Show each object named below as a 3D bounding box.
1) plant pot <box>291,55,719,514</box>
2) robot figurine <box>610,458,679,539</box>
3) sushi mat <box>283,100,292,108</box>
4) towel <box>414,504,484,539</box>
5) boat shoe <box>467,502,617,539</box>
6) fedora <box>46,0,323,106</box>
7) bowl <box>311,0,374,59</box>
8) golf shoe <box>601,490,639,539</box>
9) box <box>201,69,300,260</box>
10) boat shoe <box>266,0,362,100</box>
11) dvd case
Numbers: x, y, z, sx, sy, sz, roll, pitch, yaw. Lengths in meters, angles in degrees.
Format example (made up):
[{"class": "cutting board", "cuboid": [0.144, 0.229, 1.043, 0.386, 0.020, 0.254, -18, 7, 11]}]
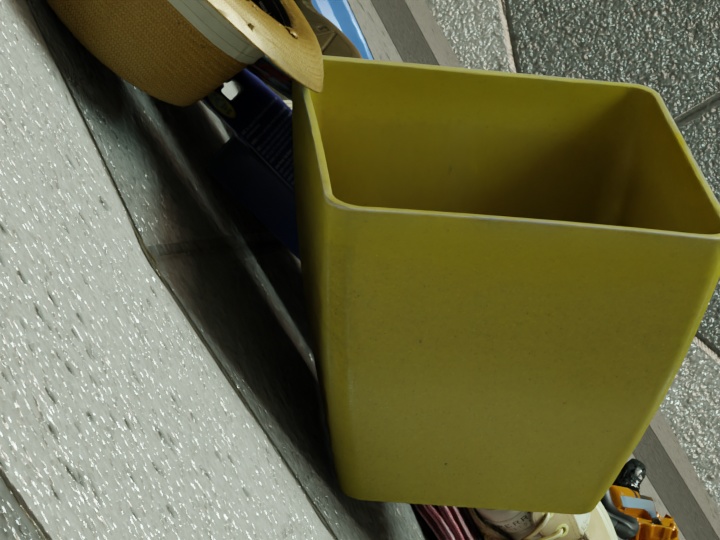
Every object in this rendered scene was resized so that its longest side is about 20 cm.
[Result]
[{"class": "plant pot", "cuboid": [0.061, 0.014, 1.402, 0.200, 0.199, 0.177, -104, -160, -64]}, {"class": "robot figurine", "cuboid": [0.159, 0.194, 1.727, 0.200, 0.058, 0.146, -161, -100, -85]}, {"class": "sushi mat", "cuboid": [0.006, -0.069, 1.712, 0.200, 0.012, 0.096, -7, 60, -56]}, {"class": "towel", "cuboid": [0.089, 0.201, 1.597, 0.200, 0.023, 0.144, 52, 9, -53]}, {"class": "boat shoe", "cuboid": [0.089, 0.129, 1.559, 0.201, 0.074, 0.066, 62, 23, -4]}, {"class": "fedora", "cuboid": [-0.106, -0.146, 1.369, 0.201, 0.082, 0.201, 46, 11, -11]}, {"class": "bowl", "cuboid": [-0.027, -0.167, 1.968, 0.201, 0.039, 0.201, 90, -26, -81]}, {"class": "golf shoe", "cuboid": [0.123, 0.070, 1.624, 0.073, 0.092, 0.201, -2, 88, -69]}, {"class": "box", "cuboid": [-0.021, -0.036, 1.564, 0.200, 0.032, 0.121, 45, 16, -4]}, {"class": "boat shoe", "cuboid": [-0.060, -0.159, 1.832, 0.200, 0.072, 0.065, 52, -35, 41]}, {"class": "dvd case", "cuboid": [-0.043, -0.116, 1.527, 0.200, 0.022, 0.146, 36, -3, -10]}]
